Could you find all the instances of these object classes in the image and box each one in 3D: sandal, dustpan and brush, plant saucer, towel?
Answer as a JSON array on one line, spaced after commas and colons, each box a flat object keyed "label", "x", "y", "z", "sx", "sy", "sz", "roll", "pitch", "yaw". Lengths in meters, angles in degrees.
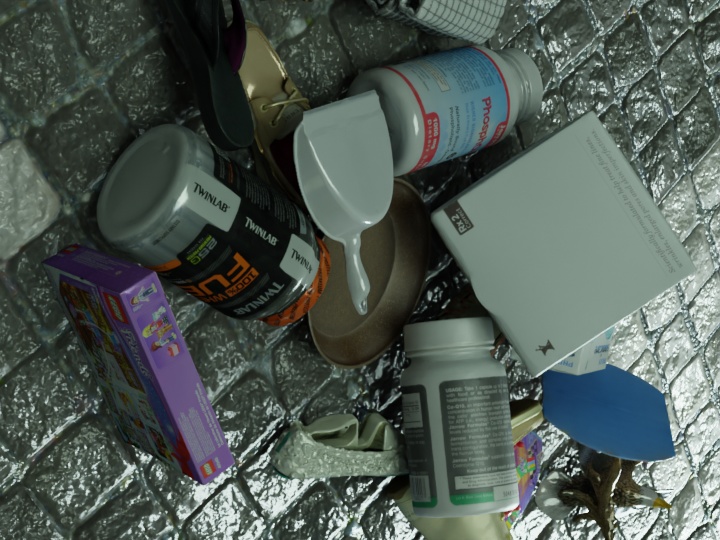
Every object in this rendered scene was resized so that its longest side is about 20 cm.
[{"label": "sandal", "x": -0.123, "y": -0.206, "z": 1.110, "sx": 0.075, "sy": 0.048, "sz": 0.201, "roll": -17, "pitch": 90, "yaw": -63}, {"label": "dustpan and brush", "x": -0.009, "y": -0.057, "z": 1.192, "sx": 0.140, "sy": 0.057, "sz": 0.200, "roll": -28, "pitch": 102, "yaw": -54}, {"label": "plant saucer", "x": 0.000, "y": 0.000, "z": 1.295, "sx": 0.200, "sy": 0.037, "sz": 0.201, "roll": -27, "pitch": 126, "yaw": -46}, {"label": "towel", "x": 0.084, "y": -0.335, "z": 1.251, "sx": 0.166, "sy": 0.085, "sz": 0.200, "roll": 3, "pitch": 100, "yaw": -58}]

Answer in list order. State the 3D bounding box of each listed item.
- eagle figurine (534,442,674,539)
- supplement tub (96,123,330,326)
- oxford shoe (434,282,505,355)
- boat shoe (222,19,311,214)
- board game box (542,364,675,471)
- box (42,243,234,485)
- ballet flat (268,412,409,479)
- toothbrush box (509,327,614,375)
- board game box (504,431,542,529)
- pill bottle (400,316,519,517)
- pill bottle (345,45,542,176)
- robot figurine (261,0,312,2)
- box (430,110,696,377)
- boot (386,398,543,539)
[{"label": "eagle figurine", "x": 0.331, "y": 0.271, "z": 1.631, "sx": 0.152, "sy": 0.151, "sz": 0.200, "roll": -45, "pitch": 176, "yaw": 27}, {"label": "supplement tub", "x": -0.126, "y": -0.034, "z": 1.140, "sx": 0.200, "sy": 0.122, "sz": 0.123, "roll": 34, "pitch": 78, "yaw": -40}, {"label": "oxford shoe", "x": 0.127, "y": 0.049, "z": 1.417, "sx": 0.074, "sy": 0.071, "sz": 0.200, "roll": 23, "pitch": 84, "yaw": -36}, {"label": "boat shoe", "x": -0.074, "y": -0.142, "z": 1.193, "sx": 0.074, "sy": 0.069, "sz": 0.200, "roll": -38, "pitch": 123, "yaw": -28}, {"label": "board game box", "x": 0.286, "y": 0.176, "z": 1.515, "sx": 0.158, "sy": 0.200, "sz": 0.039, "roll": 16, "pitch": 117, "yaw": -1}, {"label": "box", "x": -0.192, "y": 0.080, "z": 1.101, "sx": 0.039, "sy": 0.137, "sz": 0.200, "roll": -35, "pitch": 122, "yaw": -29}, {"label": "ballet flat", "x": -0.004, "y": 0.181, "z": 1.328, "sx": 0.200, "sy": 0.072, "sz": 0.072, "roll": 2, "pitch": 99, "yaw": -42}, {"label": "toothbrush box", "x": 0.251, "y": 0.014, "z": 1.470, "sx": 0.146, "sy": 0.085, "sz": 0.200, "roll": 1, "pitch": 101, "yaw": -67}, {"label": "board game box", "x": 0.160, "y": 0.246, "z": 1.511, "sx": 0.200, "sy": 0.039, "sz": 0.158, "roll": 41, "pitch": 73, "yaw": -38}, {"label": "pill bottle", "x": 0.101, "y": 0.153, "z": 1.331, "sx": 0.113, "sy": 0.113, "sz": 0.200, "roll": 0, "pitch": 83, "yaw": -41}, {"label": "pill bottle", "x": 0.090, "y": -0.170, "z": 1.302, "sx": 0.200, "sy": 0.109, "sz": 0.109, "roll": -20, "pitch": 113, "yaw": -36}, {"label": "robot figurine", "x": -0.052, "y": -0.331, "z": 1.140, "sx": 0.145, "sy": 0.058, "sz": 0.200, "roll": -18, "pitch": 129, "yaw": -17}, {"label": "box", "x": 0.204, "y": -0.029, "z": 1.324, "sx": 0.200, "sy": 0.131, "sz": 0.199, "roll": -33, "pitch": 91, "yaw": 5}, {"label": "boot", "x": 0.149, "y": 0.252, "z": 1.433, "sx": 0.200, "sy": 0.073, "sz": 0.156, "roll": -34, "pitch": 99, "yaw": -14}]
